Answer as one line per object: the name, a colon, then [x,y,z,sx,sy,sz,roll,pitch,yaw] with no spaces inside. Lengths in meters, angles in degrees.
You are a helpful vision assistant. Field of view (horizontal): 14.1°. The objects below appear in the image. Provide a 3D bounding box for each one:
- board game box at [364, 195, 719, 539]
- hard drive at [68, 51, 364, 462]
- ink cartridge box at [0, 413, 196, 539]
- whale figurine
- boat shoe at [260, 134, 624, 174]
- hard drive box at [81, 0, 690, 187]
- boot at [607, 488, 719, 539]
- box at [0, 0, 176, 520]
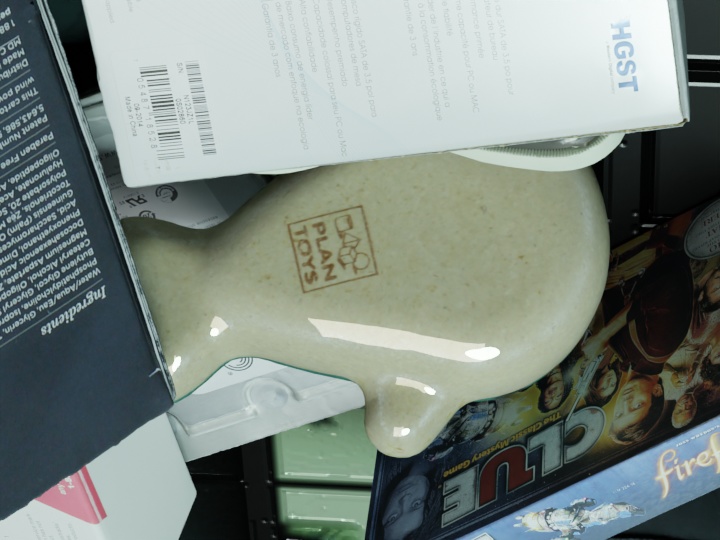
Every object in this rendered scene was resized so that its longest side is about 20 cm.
board game box: [0.092,0.055,1.209,0.199,0.136,0.035,-28,122,28]
hard drive: [-0.075,-0.008,1.243,0.139,0.038,0.200,-18,128,23]
ink cartridge box: [-0.189,0.072,1.272,0.199,0.085,0.146,3,135,21]
whale figurine: [0.000,0.000,1.171,0.199,0.160,0.104,-15,169,-2]
boat shoe: [0.002,-0.079,1.108,0.200,0.072,0.061,2,158,10]
hard drive box: [0.005,-0.121,0.987,0.199,0.077,0.157,-5,122,8]
boot: [0.133,0.161,1.291,0.167,0.076,0.202,2,91,5]
box: [-0.192,-0.030,1.106,0.200,0.124,0.197,27,143,47]
